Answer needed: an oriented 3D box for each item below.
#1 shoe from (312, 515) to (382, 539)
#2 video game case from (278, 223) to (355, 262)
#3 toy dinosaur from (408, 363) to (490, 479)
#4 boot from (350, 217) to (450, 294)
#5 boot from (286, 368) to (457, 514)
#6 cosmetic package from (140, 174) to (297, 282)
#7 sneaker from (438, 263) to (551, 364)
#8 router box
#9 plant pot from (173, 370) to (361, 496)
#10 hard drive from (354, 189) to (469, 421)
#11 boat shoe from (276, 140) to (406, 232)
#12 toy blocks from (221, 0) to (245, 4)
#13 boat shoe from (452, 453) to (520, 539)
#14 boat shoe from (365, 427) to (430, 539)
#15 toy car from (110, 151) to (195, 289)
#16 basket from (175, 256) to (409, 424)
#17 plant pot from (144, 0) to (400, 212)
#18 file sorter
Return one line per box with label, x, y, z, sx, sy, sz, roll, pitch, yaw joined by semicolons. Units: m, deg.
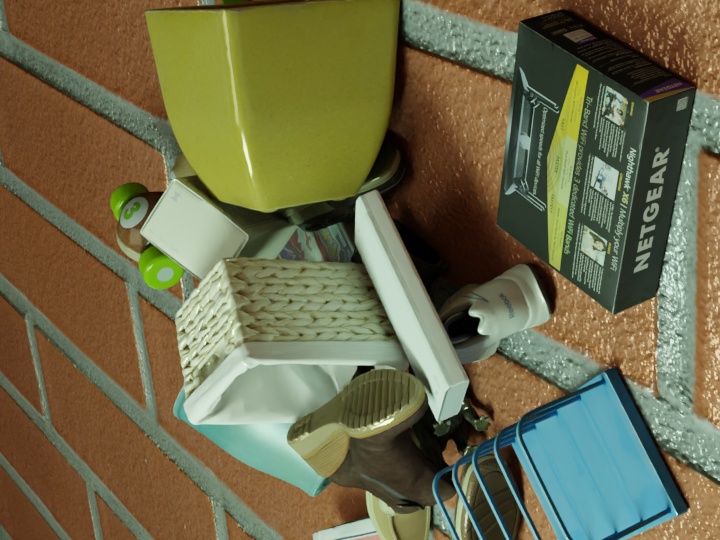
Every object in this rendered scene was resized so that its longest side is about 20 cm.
shoe;0.009;0.346;1.765;0.200;0.071;0.092;-29;75;58
video game case;-0.059;-0.048;1.698;0.201;0.023;0.182;63;152;15
toy dinosaur;0.084;0.156;1.532;0.103;0.076;0.201;-118;16;-48
boot;0.000;0.000;1.553;0.199;0.069;0.175;28;135;19
boot;0.041;0.176;1.458;0.199;0.166;0.073;-27;39;44
cosmetic package;-0.147;-0.048;1.572;0.103;0.200;0.073;38;104;8
sneaker;0.101;0.050;1.399;0.075;0.087;0.200;64;153;9
router box;0.186;-0.090;1.193;0.157;0.052;0.201;43;141;42
plant pot;-0.081;0.152;1.678;0.188;0.200;0.200;40;145;10
hard drive;0.046;0.036;1.391;0.132;0.026;0.201;92;154;-71
boat shoe;-0.014;-0.085;1.554;0.066;0.072;0.200;41;146;-27
toy blocks;-0.134;-0.197;1.682;0.137;0.099;0.201;98;154;-55
boat shoe;0.120;0.270;1.517;0.075;0.074;0.204;39;139;53
boat shoe;0.049;0.236;1.623;0.066;0.074;0.201;23;131;51
toy car;-0.218;-0.105;1.837;0.165;0.157;0.201;58;140;44
basket;-0.074;0.071;1.460;0.136;0.199;0.124;-46;51;43
plant pot;-0.084;-0.167;1.455;0.194;0.194;0.202;16;112;58
file sorter;0.171;0.201;1.328;0.139;0.122;0.200;64;151;12
